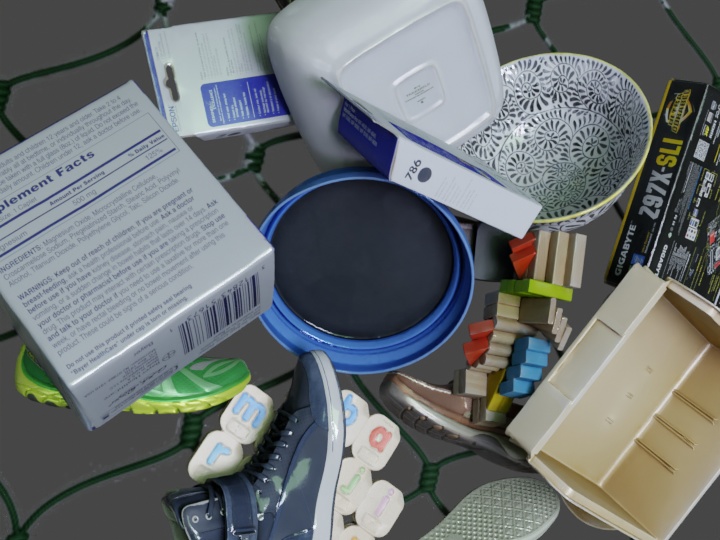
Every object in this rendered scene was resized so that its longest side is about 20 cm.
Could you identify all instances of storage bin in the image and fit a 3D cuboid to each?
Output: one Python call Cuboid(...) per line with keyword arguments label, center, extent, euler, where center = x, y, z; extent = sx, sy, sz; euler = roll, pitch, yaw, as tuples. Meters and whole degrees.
Cuboid(label="storage bin", center=(0.258, 0.123, 0.893), extent=(0.201, 0.094, 0.198), euler=(-52, 133, 4))

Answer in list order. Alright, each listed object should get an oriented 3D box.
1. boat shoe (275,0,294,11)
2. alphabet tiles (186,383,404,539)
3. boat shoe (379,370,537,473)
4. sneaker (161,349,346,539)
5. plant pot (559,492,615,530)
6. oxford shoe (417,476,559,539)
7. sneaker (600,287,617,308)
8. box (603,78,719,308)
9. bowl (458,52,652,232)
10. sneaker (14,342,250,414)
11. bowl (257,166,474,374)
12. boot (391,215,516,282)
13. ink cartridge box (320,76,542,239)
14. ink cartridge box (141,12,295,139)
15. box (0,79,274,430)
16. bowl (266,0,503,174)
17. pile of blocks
Cuboid(label="boat shoe", center=(-0.096, -0.314, 0.892), extent=(0.070, 0.070, 0.201), euler=(-14, 71, -20))
Cuboid(label="alphabet tiles", center=(-0.057, 0.198, 0.915), extent=(0.199, 0.015, 0.196), euler=(38, 76, -15))
Cuboid(label="boat shoe", center=(0.105, 0.133, 0.956), extent=(0.199, 0.076, 0.072), euler=(28, 73, -27))
Cuboid(label="sneaker", center=(-0.093, 0.166, 0.854), extent=(0.145, 0.077, 0.204), euler=(7, 87, -23))
Cuboid(label="plant pot", center=(0.275, 0.167, 1.015), extent=(0.198, 0.027, 0.202), euler=(-6, 106, -22))
Cuboid(label="oxford shoe", center=(0.111, 0.264, 0.957), extent=(0.199, 0.075, 0.058), euler=(-27, 138, -28))
Cuboid(label="sneaker", center=(0.337, 0.033, 1.061), extent=(0.199, 0.075, 0.100), euler=(-31, 117, -21))
Cuboid(label="box", center=(0.326, -0.062, 0.950), extent=(0.159, 0.049, 0.202), euler=(14, 95, -39))
Cuboid(label="bowl", center=(0.184, -0.106, 0.969), extent=(0.199, 0.094, 0.202), euler=(-8, 57, 13))
Cuboid(label="sneaker", center=(-0.187, 0.077, 0.840), extent=(0.198, 0.074, 0.084), euler=(5, 88, -21))
Cuboid(label="bowl", center=(0.000, 0.000, 0.880), extent=(0.198, 0.039, 0.202), euler=(0, 120, 1))
Cuboid(label="boot", center=(0.065, -0.025, 0.954), extent=(0.198, 0.097, 0.075), euler=(14, 89, 4))
Cuboid(label="ink cartridge box", center=(0.053, -0.090, 0.819), extent=(0.199, 0.100, 0.039), euler=(22, 107, -37))
Cuboid(label="ink cartridge box", center=(-0.095, -0.179, 0.904), extent=(0.198, 0.039, 0.100), euler=(-12, 91, -23))
Cuboid(label="box", center=(-0.198, -0.014, 0.786), extent=(0.183, 0.105, 0.200), euler=(-34, 71, -20))
Cuboid(label="bowl", center=(0.038, -0.170, 0.871), extent=(0.199, 0.075, 0.201), euler=(-31, 132, -8))
Cuboid(label="pile of blocks", center=(0.131, 0.052, 0.867), extent=(0.062, 0.082, 0.202), euler=(11, 108, -24))
